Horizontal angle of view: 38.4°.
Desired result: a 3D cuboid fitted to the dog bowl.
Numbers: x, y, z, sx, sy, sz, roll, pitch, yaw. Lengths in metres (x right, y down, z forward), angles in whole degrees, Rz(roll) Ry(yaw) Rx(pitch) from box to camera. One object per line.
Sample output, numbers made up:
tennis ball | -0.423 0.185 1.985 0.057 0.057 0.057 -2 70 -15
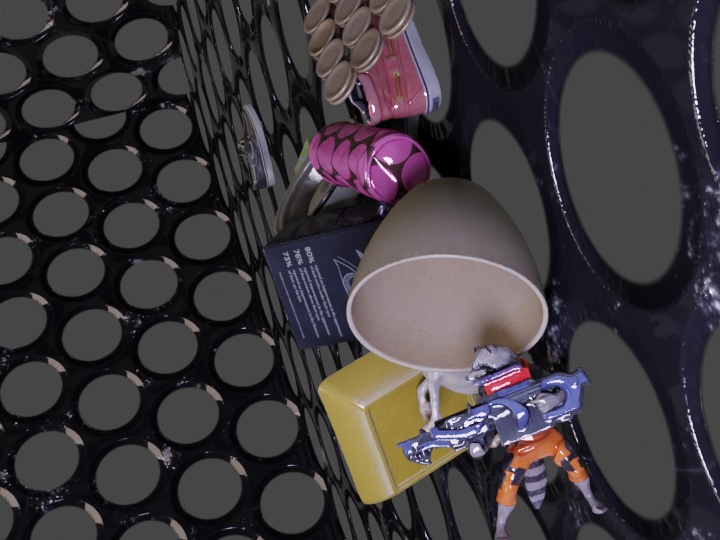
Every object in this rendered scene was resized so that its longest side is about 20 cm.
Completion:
dog bowl | -0.039 -0.113 1.475 0.073 0.201 0.200 33 -179 -20

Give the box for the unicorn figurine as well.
unicorn figurine | 0.105 0.121 1.159 0.074 0.198 0.139 -58 -22 -79

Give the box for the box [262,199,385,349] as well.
box | 0.000 0.000 1.305 0.104 0.198 0.149 -52 -53 -60

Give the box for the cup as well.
cup | 0.090 -0.009 1.060 0.201 0.198 0.144 91 -176 -53

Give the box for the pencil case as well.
pencil case | 0.010 -0.124 1.223 0.093 0.091 0.200 30 -178 -26

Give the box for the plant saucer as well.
plant saucer | 0.069 0.174 1.249 0.048 0.199 0.201 37 151 54

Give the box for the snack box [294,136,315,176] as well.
snack box | -0.064 -0.143 1.812 0.200 0.052 0.144 134 121 -76

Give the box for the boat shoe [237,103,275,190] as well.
boat shoe | -0.255 -0.291 2.438 0.071 0.063 0.202 -175 70 -77

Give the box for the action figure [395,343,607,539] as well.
action figure | 0.140 0.168 1.041 0.105 0.198 0.195 -41 -63 -81

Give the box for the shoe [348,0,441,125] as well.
shoe | 0.018 -0.262 1.211 0.072 0.090 0.202 101 151 -64

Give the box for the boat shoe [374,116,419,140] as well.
boat shoe | 0.040 -0.158 1.325 0.201 0.056 0.069 87 162 -45

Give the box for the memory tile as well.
memory tile | -0.005 -0.291 1.190 0.153 0.017 0.201 -46 37 26
